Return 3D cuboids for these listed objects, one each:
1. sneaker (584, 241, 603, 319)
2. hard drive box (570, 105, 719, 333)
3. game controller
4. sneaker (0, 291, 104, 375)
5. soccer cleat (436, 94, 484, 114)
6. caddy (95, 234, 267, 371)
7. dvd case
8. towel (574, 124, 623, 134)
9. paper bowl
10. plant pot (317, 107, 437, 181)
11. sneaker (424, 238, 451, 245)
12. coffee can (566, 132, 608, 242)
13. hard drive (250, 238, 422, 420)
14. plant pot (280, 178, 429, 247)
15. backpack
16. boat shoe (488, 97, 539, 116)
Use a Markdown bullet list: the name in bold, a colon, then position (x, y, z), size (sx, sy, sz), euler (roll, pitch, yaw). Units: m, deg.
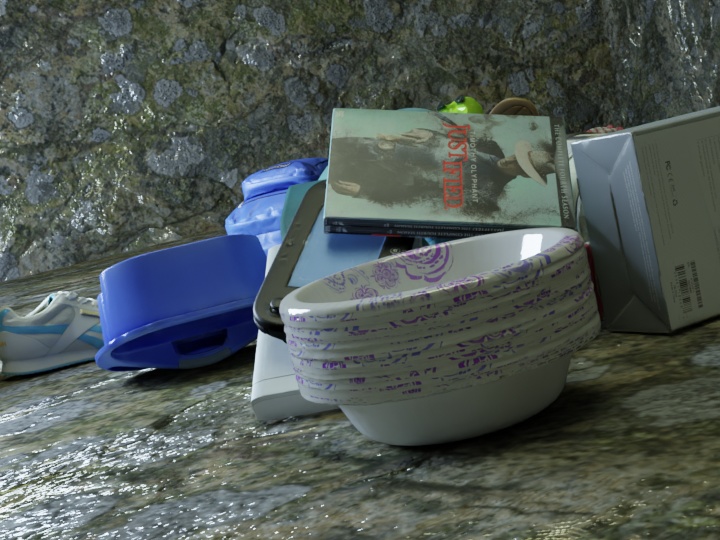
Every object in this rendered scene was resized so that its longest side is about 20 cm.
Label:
- **sneaker**: position (0.128, 0.024, 1.016), size (0.087, 0.074, 0.200), euler (1, 17, 35)
- **hard drive box**: position (0.280, -0.049, 1.029), size (0.200, 0.156, 0.077), euler (-14, 6, -29)
- **game controller**: position (-0.013, -0.012, 1.019), size (0.104, 0.042, 0.200), euler (-3, 37, 19)
- **sneaker**: position (-0.313, 0.060, 1.460), size (0.200, 0.081, 0.076), euler (-14, 5, -27)
- **soccer cleat**: position (0.095, -0.096, 1.364), size (0.067, 0.081, 0.200), euler (-10, 47, 47)
- **caddy**: position (-0.165, 0.044, 1.255), size (0.200, 0.105, 0.141), euler (-14, -15, -18)
- **dvd case**: position (0.072, -0.080, 1.059), size (0.200, 0.022, 0.146), euler (4, 44, 1)
- **towel**: position (0.229, -0.072, 1.370), size (0.030, 0.147, 0.200), euler (13, 20, 32)
- **paper bowl**: position (0.055, 0.044, 0.832), size (0.200, 0.105, 0.201), euler (-13, 9, 2)
- **plant pot**: position (0.034, -0.065, 1.465), size (0.200, 0.201, 0.161), euler (-6, 19, 39)
- **sneaker**: position (0.082, -0.039, 1.167), size (0.079, 0.200, 0.131), euler (-22, -6, -2)
- **coffee can**: position (0.238, -0.056, 1.187), size (0.146, 0.147, 0.200), euler (-12, 7, -7)
- **hard drive**: position (-0.014, 0.034, 1.015), size (0.132, 0.027, 0.200), euler (-11, 34, 8)
- **plant pot**: position (0.000, 0.000, 1.212), size (0.141, 0.142, 0.200), euler (-11, 18, 9)
- **backpack**: position (-0.094, -0.058, 1.725), size (0.162, 0.168, 0.200), euler (-16, 8, 23)
- **boat shoe**: position (0.153, -0.082, 1.353), size (0.072, 0.200, 0.065), euler (8, 10, 16)
